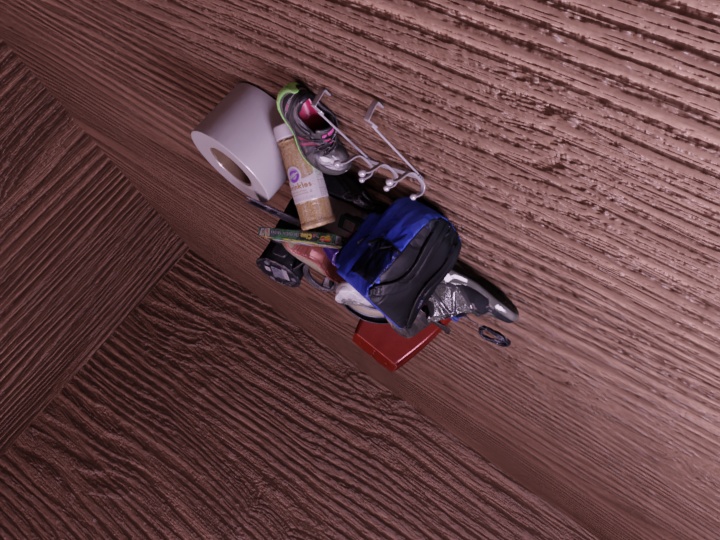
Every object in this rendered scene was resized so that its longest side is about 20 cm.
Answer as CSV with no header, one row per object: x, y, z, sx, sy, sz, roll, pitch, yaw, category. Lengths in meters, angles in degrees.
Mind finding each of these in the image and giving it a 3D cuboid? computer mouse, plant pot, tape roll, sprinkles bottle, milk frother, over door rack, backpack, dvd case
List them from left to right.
-0.216,-0.254,1.472,0.203,0.139,0.203,37,167,10,tape roll
-0.127,-0.097,1.521,0.149,0.016,0.200,26,-178,30,dvd case
-0.103,-0.178,1.371,0.068,0.068,0.200,175,79,-71,sprinkles bottle
-0.111,-0.057,1.725,0.200,0.188,0.181,28,158,-1,milk frother
-0.016,-0.156,1.432,0.200,0.053,0.138,27,-177,40,computer mouse
0.007,-0.198,1.215,0.148,0.067,0.200,25,161,43,over door rack
0.087,0.144,1.866,0.200,0.176,0.200,37,167,6,plant pot
0.066,-0.032,1.312,0.168,0.200,0.163,40,178,36,backpack
0.226,0.089,1.486,0.200,0.034,0.059,37,150,-12,computer mouse

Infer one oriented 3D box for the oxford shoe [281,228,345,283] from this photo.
-0.083,-0.031,1.591,0.200,0.071,0.074,35,170,-22,oxford shoe

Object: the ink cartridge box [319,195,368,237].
-0.011,-0.088,1.516,0.200,0.067,0.116,26,-179,-8,ink cartridge box

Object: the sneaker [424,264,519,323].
0.197,0.064,1.405,0.199,0.114,0.076,27,-159,-1,sneaker

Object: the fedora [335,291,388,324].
0.044,0.030,1.701,0.201,0.201,0.092,37,135,10,fedora

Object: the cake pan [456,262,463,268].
0.157,0.004,1.526,0.200,0.037,0.200,37,166,11,cake pan

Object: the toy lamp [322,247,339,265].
0.000,0.000,1.448,0.200,0.058,0.058,42,169,30,toy lamp

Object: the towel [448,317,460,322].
0.120,0.035,1.579,0.200,0.024,0.145,38,178,-18,towel

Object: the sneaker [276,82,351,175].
-0.074,-0.236,1.287,0.084,0.077,0.200,30,165,48,sneaker

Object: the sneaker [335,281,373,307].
0.004,0.026,1.554,0.078,0.099,0.200,4,177,21,sneaker

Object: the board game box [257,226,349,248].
-0.092,-0.060,1.422,0.200,0.023,0.105,8,175,39,board game box

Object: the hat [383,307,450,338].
0.089,0.086,1.512,0.201,0.081,0.201,42,-179,-1,hat
